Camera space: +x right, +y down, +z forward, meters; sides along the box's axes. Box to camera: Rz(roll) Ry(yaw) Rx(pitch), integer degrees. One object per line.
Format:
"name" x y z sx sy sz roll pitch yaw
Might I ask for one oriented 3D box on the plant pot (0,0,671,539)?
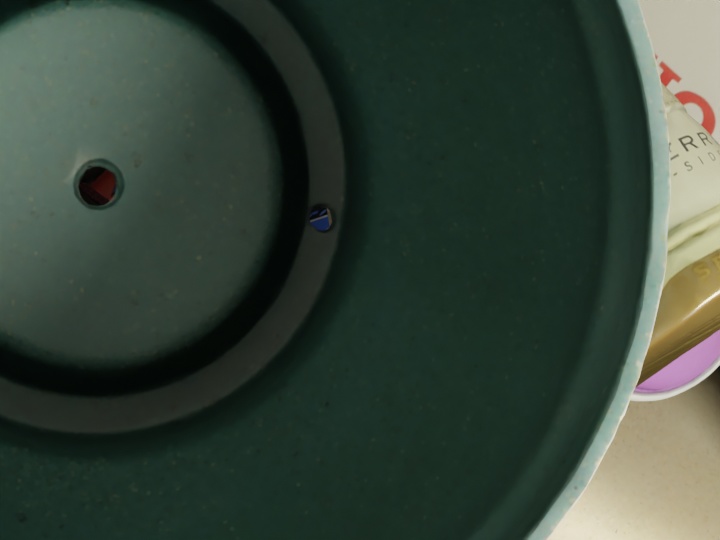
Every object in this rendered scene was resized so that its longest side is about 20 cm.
"plant pot" -0.051 -0.017 0.589 0.200 0.200 0.134 -43 -172 -4

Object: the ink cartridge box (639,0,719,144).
"ink cartridge box" 0.109 -0.128 0.708 0.200 0.147 0.083 -53 158 22

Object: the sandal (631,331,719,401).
"sandal" 0.076 -0.021 0.884 0.082 0.050 0.203 -49 135 -12

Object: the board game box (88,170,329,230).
"board game box" -0.055 0.028 0.774 0.200 0.019 0.103 -41 121 2

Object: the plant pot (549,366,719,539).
"plant pot" 0.128 0.129 1.081 0.188 0.200 0.187 -55 -172 11

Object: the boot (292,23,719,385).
"boot" 0.005 -0.026 0.709 0.072 0.155 0.200 -24 172 -37

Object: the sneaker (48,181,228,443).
"sneaker" -0.113 0.036 0.712 0.199 0.116 0.076 -11 157 9
